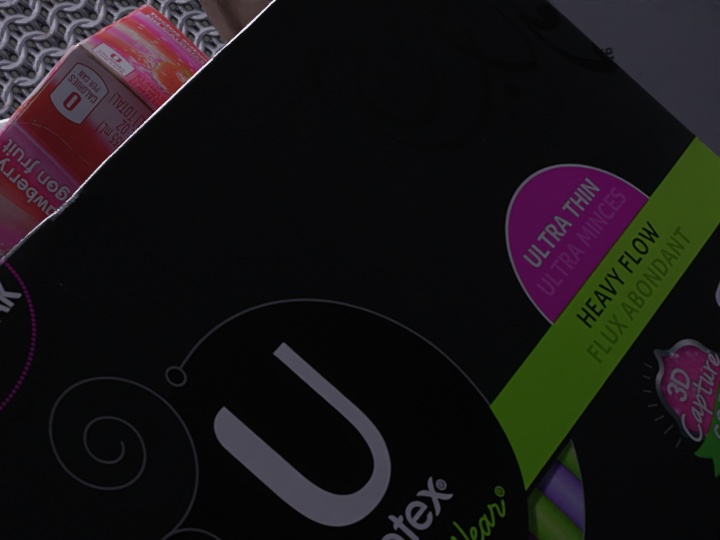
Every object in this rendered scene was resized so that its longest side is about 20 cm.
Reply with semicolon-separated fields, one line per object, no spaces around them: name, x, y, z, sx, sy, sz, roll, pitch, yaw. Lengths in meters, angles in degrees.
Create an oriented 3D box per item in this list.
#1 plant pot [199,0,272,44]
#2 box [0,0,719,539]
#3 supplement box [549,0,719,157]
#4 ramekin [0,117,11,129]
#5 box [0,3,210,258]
plant pot;0.053;-0.170;0.927;0.183;0.201;0.201;0;32;33
box;-0.011;0.045;0.514;0.200;0.148;0.124;-49;1;-40
supplement box;0.068;-0.043;0.846;0.103;0.102;0.200;-12;-3;-9
ramekin;-0.121;0.018;0.901;0.201;0.095;0.203;-11;32;7
box;-0.035;0.024;0.760;0.103;0.200;0.095;-47;3;15
